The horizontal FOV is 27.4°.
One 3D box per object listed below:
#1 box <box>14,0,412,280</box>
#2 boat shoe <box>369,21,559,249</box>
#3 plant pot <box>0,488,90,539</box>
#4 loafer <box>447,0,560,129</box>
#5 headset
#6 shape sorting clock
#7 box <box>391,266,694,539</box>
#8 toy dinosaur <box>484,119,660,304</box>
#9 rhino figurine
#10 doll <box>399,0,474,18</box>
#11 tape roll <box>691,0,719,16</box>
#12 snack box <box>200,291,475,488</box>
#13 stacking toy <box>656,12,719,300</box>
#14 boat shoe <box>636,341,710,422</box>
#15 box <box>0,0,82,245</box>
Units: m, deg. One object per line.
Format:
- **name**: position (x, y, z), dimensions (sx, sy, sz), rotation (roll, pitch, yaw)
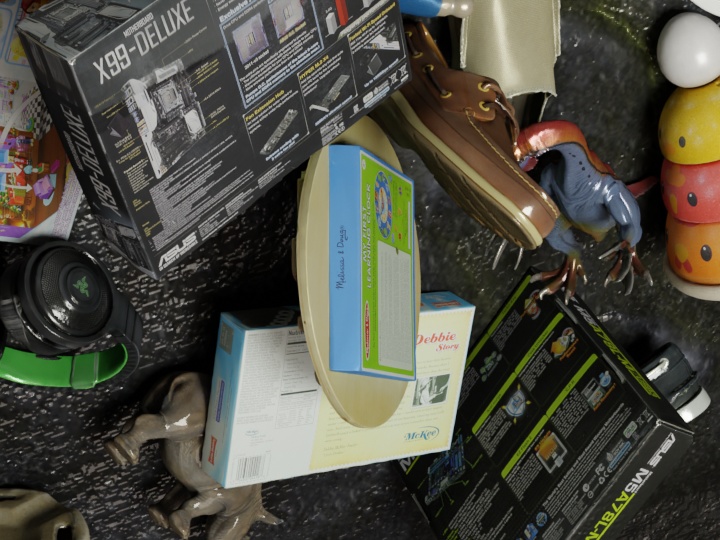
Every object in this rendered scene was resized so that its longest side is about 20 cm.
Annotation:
- **box**: position (-0.067, -0.113, 0.777), dimensions (0.200, 0.050, 0.158), rotation (-40, 143, -21)
- **boat shoe**: position (0.060, -0.090, 0.890), dimensions (0.068, 0.200, 0.072), rotation (-40, 139, -1)
- **plant pot**: position (-0.247, 0.259, 1.012), dimensions (0.200, 0.200, 0.184), rotation (-8, 114, -20)
- **loafer**: position (0.097, -0.139, 0.957), dimensions (0.075, 0.068, 0.201), rotation (-11, 127, -19)
- **headset**: position (-0.213, 0.034, 0.893), dimensions (0.123, 0.094, 0.200), rotation (-10, 147, 19)
- **shape sorting clock**: position (0.000, 0.000, 0.946), dimensions (0.039, 0.200, 0.200), rotation (-2, 131, 17)
- **box**: position (0.125, 0.131, 1.080), dimensions (0.047, 0.193, 0.200), rotation (23, 110, -33)
- **toy dinosaur**: position (0.138, -0.054, 0.993), dimensions (0.105, 0.200, 0.182), rotation (-1, 136, 17)
- **rhino figurine**: position (-0.111, 0.151, 1.065), dimensions (0.087, 0.060, 0.200), rotation (-44, 135, -22)
- **doll**: position (0.034, -0.203, 0.871), dimensions (0.200, 0.049, 0.137), rotation (-29, 132, 14)
- **tape roll**: position (0.230, -0.262, 0.873), dimensions (0.202, 0.139, 0.203), rotation (-8, 121, -13)
- **snack box**: position (-0.012, 0.080, 1.042), dimensions (0.199, 0.037, 0.117), rotation (-4, 112, -36)
- **stacking toy**: position (0.257, -0.092, 1.055), dimensions (0.146, 0.146, 0.200), rotation (-29, 111, -4)
- **boat shoe**: position (0.179, 0.124, 1.189), dimensions (0.200, 0.076, 0.060), rotation (-29, 93, 8)
- **box**: position (-0.212, -0.112, 0.849), dimensions (0.136, 0.039, 0.201), rotation (7, 119, -30)
